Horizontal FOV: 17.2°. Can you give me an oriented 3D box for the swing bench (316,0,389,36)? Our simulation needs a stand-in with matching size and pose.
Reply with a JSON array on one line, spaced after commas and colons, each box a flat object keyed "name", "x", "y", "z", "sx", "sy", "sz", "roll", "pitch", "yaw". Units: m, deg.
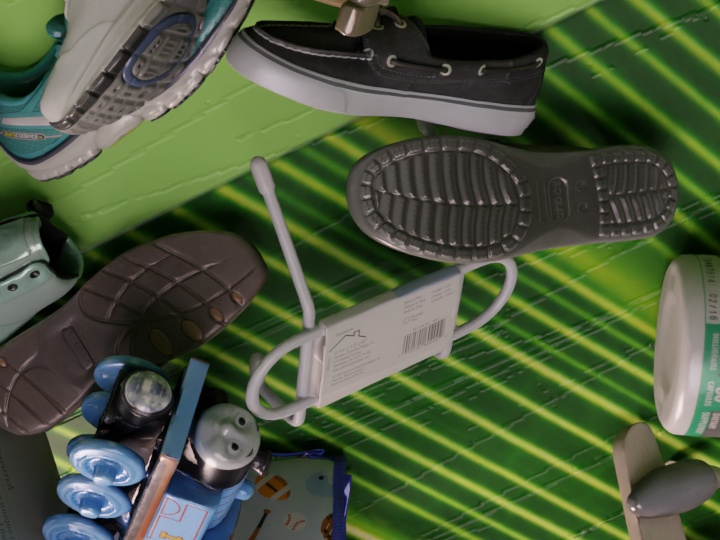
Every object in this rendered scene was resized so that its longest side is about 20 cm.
[{"name": "swing bench", "x": -0.050, "y": -0.244, "z": 1.152, "sx": 0.200, "sy": 0.130, "sz": 0.199, "roll": 20, "pitch": 106, "yaw": 3}]

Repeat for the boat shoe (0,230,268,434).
[{"name": "boat shoe", "x": -0.145, "y": 0.033, "z": 1.482, "sx": 0.200, "sy": 0.072, "sz": 0.076, "roll": -27, "pitch": 88, "yaw": 13}]

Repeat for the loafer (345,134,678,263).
[{"name": "loafer", "x": 0.084, "y": -0.041, "z": 1.395, "sx": 0.200, "sy": 0.070, "sz": 0.075, "roll": 2, "pitch": 90, "yaw": -17}]

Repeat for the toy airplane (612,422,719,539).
[{"name": "toy airplane", "x": 0.218, "y": 0.224, "z": 1.548, "sx": 0.141, "sy": 0.199, "sz": 0.200, "roll": -19, "pitch": 125, "yaw": 28}]

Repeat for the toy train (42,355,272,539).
[{"name": "toy train", "x": -0.121, "y": 0.122, "z": 1.435, "sx": 0.114, "sy": 0.087, "sz": 0.200, "roll": 18, "pitch": 147, "yaw": -7}]

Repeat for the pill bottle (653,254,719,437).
[{"name": "pill bottle", "x": 0.287, "y": 0.051, "z": 1.462, "sx": 0.200, "sy": 0.113, "sz": 0.113, "roll": 3, "pitch": 129, "yaw": -2}]

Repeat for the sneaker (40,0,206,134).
[{"name": "sneaker", "x": -0.121, "y": -0.167, "z": 1.285, "sx": 0.087, "sy": 0.075, "sz": 0.200, "roll": 30, "pitch": 92, "yaw": 18}]

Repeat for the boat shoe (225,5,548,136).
[{"name": "boat shoe", "x": 0.018, "y": -0.121, "z": 1.339, "sx": 0.200, "sy": 0.069, "sz": 0.057, "roll": 7, "pitch": 115, "yaw": -33}]

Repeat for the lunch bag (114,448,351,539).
[{"name": "lunch bag", "x": -0.091, "y": 0.214, "z": 1.559, "sx": 0.170, "sy": 0.200, "sz": 0.124, "roll": 1, "pitch": 161, "yaw": -1}]

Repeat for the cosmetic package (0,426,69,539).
[{"name": "cosmetic package", "x": -0.302, "y": 0.162, "z": 1.471, "sx": 0.167, "sy": 0.167, "sz": 0.200, "roll": -29, "pitch": 160, "yaw": 22}]

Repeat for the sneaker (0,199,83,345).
[{"name": "sneaker", "x": -0.254, "y": -0.009, "z": 1.409, "sx": 0.118, "sy": 0.074, "sz": 0.200, "roll": -33, "pitch": 155, "yaw": 26}]

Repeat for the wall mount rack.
[{"name": "wall mount rack", "x": 0.000, "y": 0.000, "z": 1.418, "sx": 0.200, "sy": 0.075, "sz": 0.174, "roll": -23, "pitch": 139, "yaw": -29}]

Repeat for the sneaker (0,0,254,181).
[{"name": "sneaker", "x": -0.138, "y": -0.124, "z": 1.354, "sx": 0.200, "sy": 0.078, "sz": 0.080, "roll": -32, "pitch": 113, "yaw": 23}]
